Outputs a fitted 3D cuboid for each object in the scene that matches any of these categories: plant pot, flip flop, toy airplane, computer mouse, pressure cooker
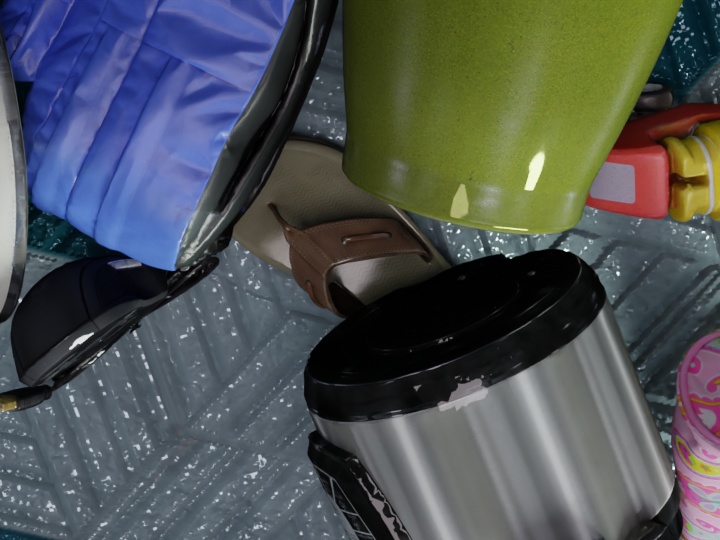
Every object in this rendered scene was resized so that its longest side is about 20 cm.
[{"bbox_3d":[0.071,-0.127,1.390,0.200,0.200,0.193,12,105,-3],"label":"plant pot"},{"bbox_3d":[0.000,0.000,1.515,0.200,0.058,0.081,43,104,-12],"label":"flip flop"},{"bbox_3d":[0.238,-0.055,1.448,0.200,0.141,0.199,42,104,-11],"label":"toy airplane"},{"bbox_3d":[-0.166,0.033,1.467,0.140,0.200,0.046,-37,88,18],"label":"computer mouse"},{"bbox_3d":[0.079,0.109,1.443,0.179,0.176,0.200,-11,110,35],"label":"pressure cooker"}]

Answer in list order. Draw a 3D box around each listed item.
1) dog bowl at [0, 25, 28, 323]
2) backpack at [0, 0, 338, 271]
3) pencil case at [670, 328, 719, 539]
[{"bbox_3d":[-0.236,-0.067,1.416,0.074,0.200,0.200,-9,110,-21],"label":"dog bowl"},{"bbox_3d":[-0.107,-0.110,1.422,0.168,0.163,0.200,22,98,7],"label":"backpack"},{"bbox_3d":[0.212,0.099,1.472,0.087,0.200,0.088,-3,65,6],"label":"pencil case"}]
